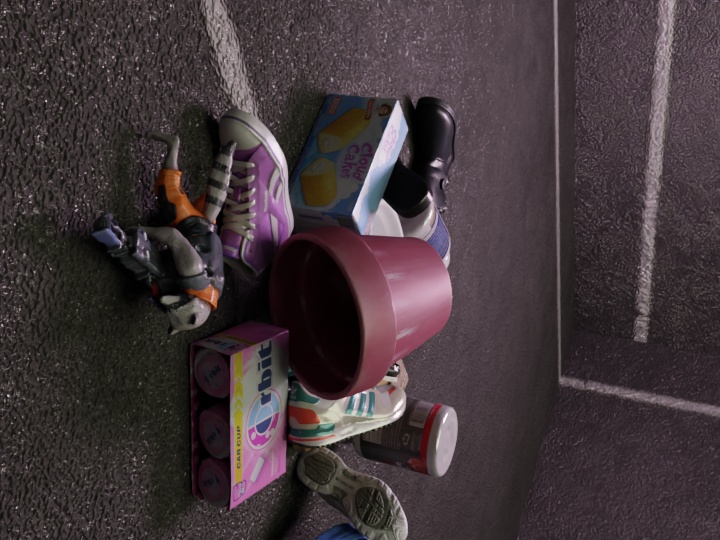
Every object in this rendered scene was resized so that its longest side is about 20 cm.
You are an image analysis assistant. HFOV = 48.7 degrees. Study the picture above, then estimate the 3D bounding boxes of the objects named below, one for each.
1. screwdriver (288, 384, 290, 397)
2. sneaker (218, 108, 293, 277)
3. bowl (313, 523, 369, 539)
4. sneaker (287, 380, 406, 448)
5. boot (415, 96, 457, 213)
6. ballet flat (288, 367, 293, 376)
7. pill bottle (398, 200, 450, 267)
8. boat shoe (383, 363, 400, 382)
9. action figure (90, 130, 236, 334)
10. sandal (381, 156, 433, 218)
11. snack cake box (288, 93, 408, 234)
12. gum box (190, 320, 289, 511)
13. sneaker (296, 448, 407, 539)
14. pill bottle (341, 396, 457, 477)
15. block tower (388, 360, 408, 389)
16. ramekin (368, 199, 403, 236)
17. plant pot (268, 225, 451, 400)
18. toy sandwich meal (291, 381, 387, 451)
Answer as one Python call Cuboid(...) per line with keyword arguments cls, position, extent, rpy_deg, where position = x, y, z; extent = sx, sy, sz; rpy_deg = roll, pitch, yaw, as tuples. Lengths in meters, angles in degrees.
Cuboid(cls="screwdriver", position=(-0.129, 0.149, 1.074), extent=(0.200, 0.027, 0.030), rpy_deg=(47, 26, -53))
Cuboid(cls="sneaker", position=(-0.134, -0.077, 0.923), extent=(0.115, 0.071, 0.203), rpy_deg=(-58, 147, -37))
Cuboid(cls="bowl", position=(-0.068, 0.463, 1.190), extent=(0.199, 0.039, 0.203), rpy_deg=(-37, 149, -26))
Cuboid(cls="sneaker", position=(-0.014, 0.163, 1.049), extent=(0.196, 0.069, 0.096), rpy_deg=(-11, 100, -39))
Cuboid(cls="boot", position=(0.132, -0.198, 1.484), extent=(0.201, 0.074, 0.172), rpy_deg=(66, 35, -60))
Cuboid(cls="ballet flat", position=(-0.086, 0.114, 1.119), extent=(0.065, 0.074, 0.199), rpy_deg=(68, 16, 10))
Cuboid(cls="pill bottle", position=(0.098, -0.062, 1.410), extent=(0.200, 0.108, 0.114), rpy_deg=(53, 50, -58))
Cuboid(cls="boat shoe", position=(-0.022, 0.085, 1.083), extent=(0.068, 0.198, 0.072), rpy_deg=(-56, -171, 1))
Cuboid(cls="action figure", position=(-0.177, -0.038, 0.786), extent=(0.200, 0.102, 0.199), rpy_deg=(51, 35, -73))
Cuboid(cls="sandal", position=(0.042, -0.131, 1.152), extent=(0.075, 0.202, 0.048), rpy_deg=(-37, 135, 3))
Cuboid(cls="snack cake box", position=(-0.020, -0.145, 1.106), extent=(0.068, 0.112, 0.204), rpy_deg=(62, 42, -53))
Cuboid(cls="gum box", position=(-0.146, 0.177, 0.967), extent=(0.113, 0.065, 0.206), rpy_deg=(-20, 116, -57))
Cuboid(cls="sneaker", position=(-0.005, 0.346, 1.215), extent=(0.078, 0.198, 0.100), rpy_deg=(-48, 155, -14))
Cuboid(cls="pill bottle", position=(0.051, 0.258, 1.297), extent=(0.110, 0.195, 0.114), rpy_deg=(-32, 127, -58))
Cuboid(cls="block tower", position=(0.035, 0.153, 1.365), extent=(0.202, 0.053, 0.059), rpy_deg=(72, 36, -46))
Cuboid(cls="ramekin", position=(0.000, 0.000, 1.181), extent=(0.200, 0.095, 0.207), rpy_deg=(-4, 90, -71))
Cuboid(cls="plant pot", position=(0.009, 0.039, 0.982), extent=(0.176, 0.198, 0.206), rpy_deg=(-13, 112, -37))
Cuboid(cls="toy sandwich meal", position=(-0.035, 0.186, 1.190), extent=(0.204, 0.071, 0.206), rpy_deg=(-38, 169, -9))
